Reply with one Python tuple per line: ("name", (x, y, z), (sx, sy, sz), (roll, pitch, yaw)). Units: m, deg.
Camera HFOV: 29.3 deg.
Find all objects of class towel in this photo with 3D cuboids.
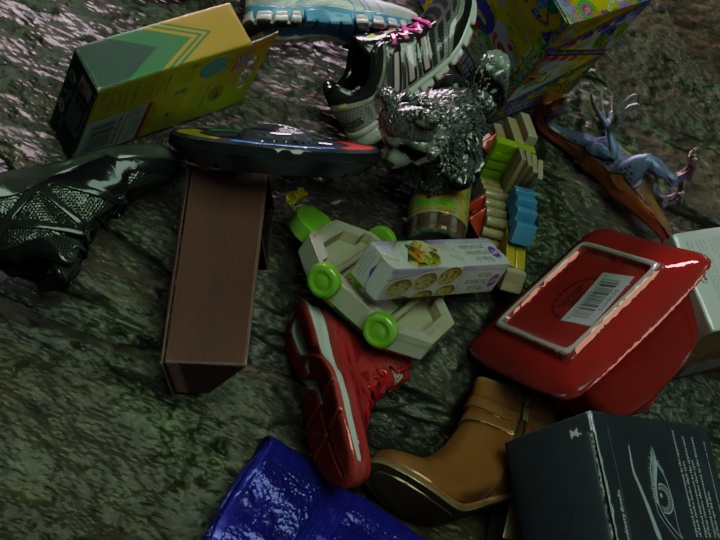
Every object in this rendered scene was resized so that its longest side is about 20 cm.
("towel", (-0.034, 0.249, 1.197), (0.199, 0.050, 0.148), (34, 57, -5))

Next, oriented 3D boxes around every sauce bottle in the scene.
("sauce bottle", (0.085, -0.111, 1.423), (0.064, 0.065, 0.202), (16, 59, -16))

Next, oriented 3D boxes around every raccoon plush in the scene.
("raccoon plush", (0.074, -0.172, 1.343), (0.096, 0.134, 0.202), (10, 62, 20))

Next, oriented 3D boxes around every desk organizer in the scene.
("desk organizer", (-0.127, 0.009, 1.249), (0.076, 0.072, 0.202), (2, 62, 4))

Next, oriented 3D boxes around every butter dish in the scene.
("butter dish", (0.241, 0.076, 1.334), (0.200, 0.199, 0.149), (-41, 114, -14))

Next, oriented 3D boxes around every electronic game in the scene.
("electronic game", (-0.080, -0.116, 1.287), (0.197, 0.200, 0.042), (2, 99, -23))

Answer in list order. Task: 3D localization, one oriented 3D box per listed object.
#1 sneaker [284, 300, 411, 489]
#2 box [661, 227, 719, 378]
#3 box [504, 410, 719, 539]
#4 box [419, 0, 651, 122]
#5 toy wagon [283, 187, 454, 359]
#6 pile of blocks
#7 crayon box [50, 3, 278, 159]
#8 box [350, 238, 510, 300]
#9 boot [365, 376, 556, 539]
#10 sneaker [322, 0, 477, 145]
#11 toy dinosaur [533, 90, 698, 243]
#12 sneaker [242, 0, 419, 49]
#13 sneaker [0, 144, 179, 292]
("sneaker", (0.008, 0.108, 1.250), (0.114, 0.079, 0.202), (5, 47, -25))
("box", (0.377, 0.031, 1.427), (0.198, 0.152, 0.108), (-8, 67, -26))
("box", (0.241, 0.219, 1.261), (0.199, 0.104, 0.150), (13, 60, -43))
("box", (0.173, -0.304, 1.481), (0.121, 0.193, 0.202), (-21, 75, -30))
("toy wagon", (0.000, 0.000, 1.308), (0.200, 0.040, 0.155), (41, 26, 8))
("pile of blocks", (0.143, -0.077, 1.420), (0.061, 0.082, 0.202), (12, 61, -18))
("crayon box", (-0.185, -0.182, 1.301), (0.198, 0.127, 0.051), (-23, 75, -32))
("box", (0.070, -0.003, 1.306), (0.199, 0.042, 0.039), (-2, 44, -53))
("boot", (0.098, 0.166, 1.288), (0.198, 0.074, 0.156), (28, 57, -22))
("sneaker", (0.036, -0.221, 1.397), (0.200, 0.074, 0.087), (-49, 121, -1))
("toy dinosaur", (0.271, -0.122, 1.502), (0.179, 0.105, 0.203), (10, 72, 4))
("sneaker", (-0.029, -0.284, 1.445), (0.197, 0.075, 0.088), (2, 73, -24))
("sneaker", (-0.245, -0.045, 1.238), (0.197, 0.076, 0.115), (-18, 75, -27))
